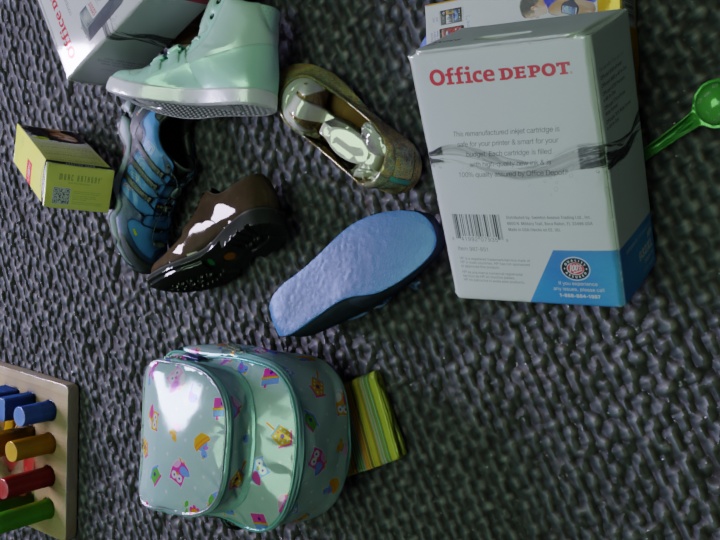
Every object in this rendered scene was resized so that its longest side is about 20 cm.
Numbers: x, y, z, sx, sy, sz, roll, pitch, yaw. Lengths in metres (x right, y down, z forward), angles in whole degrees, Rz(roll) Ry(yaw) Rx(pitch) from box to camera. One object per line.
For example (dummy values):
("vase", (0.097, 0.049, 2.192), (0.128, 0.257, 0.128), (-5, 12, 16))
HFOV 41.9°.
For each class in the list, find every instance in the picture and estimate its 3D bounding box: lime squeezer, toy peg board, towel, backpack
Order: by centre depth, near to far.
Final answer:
("lime squeezer", (0.260, -0.121, 0.671), (0.038, 0.071, 0.200), (45, 151, 1))
("backpack", (-0.112, 0.158, 0.897), (0.198, 0.153, 0.178), (0, 84, 32))
("towel", (-0.042, 0.171, 0.943), (0.199, 0.018, 0.087), (-27, 72, 36))
("toy peg board", (-0.463, 0.234, 1.205), (0.198, 0.097, 0.202), (8, 98, 35))

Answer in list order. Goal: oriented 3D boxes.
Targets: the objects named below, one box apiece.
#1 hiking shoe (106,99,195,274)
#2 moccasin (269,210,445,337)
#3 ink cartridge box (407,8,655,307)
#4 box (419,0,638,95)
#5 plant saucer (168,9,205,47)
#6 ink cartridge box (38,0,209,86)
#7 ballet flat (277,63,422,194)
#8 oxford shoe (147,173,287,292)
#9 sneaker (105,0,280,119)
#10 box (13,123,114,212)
("hiking shoe", (-0.222, -0.095, 1.017), (0.086, 0.074, 0.203), (6, 97, 36))
("moccasin", (0.000, 0.000, 0.868), (0.199, 0.068, 0.081), (-26, 71, 34))
("ink cartridge box", (0.134, -0.083, 0.713), (0.144, 0.084, 0.202), (3, 117, 37))
("box", (0.128, -0.169, 0.777), (0.198, 0.041, 0.121), (-1, 93, 34))
("plant saucer", (-0.170, -0.335, 0.985), (0.198, 0.036, 0.203), (4, 96, 37))
("ink cartridge box", (-0.241, -0.305, 0.966), (0.199, 0.084, 0.147), (-33, 74, 35))
("ballet flat", (-0.027, -0.138, 0.876), (0.200, 0.070, 0.071), (40, 115, 27))
("oxford shoe", (-0.153, -0.037, 0.984), (0.199, 0.072, 0.085), (-29, 60, 32))
("sneaker", (-0.162, -0.217, 0.938), (0.198, 0.074, 0.120), (5, 85, 25))
("box", (-0.337, -0.118, 1.056), (0.200, 0.074, 0.051), (36, 117, 54))
